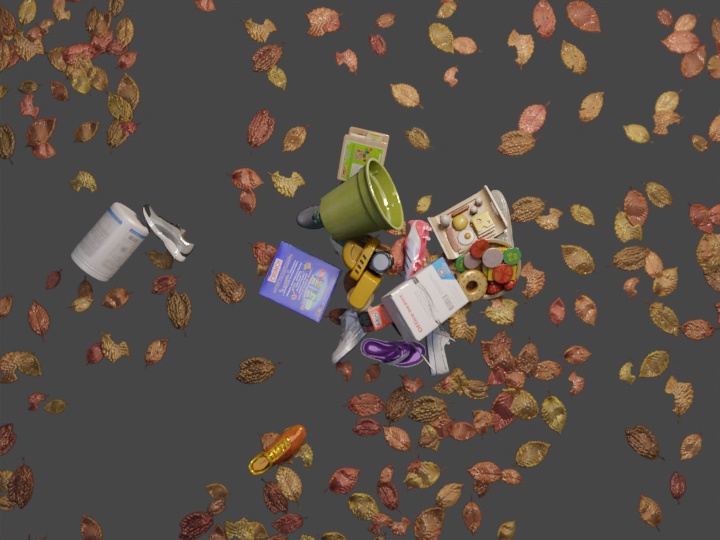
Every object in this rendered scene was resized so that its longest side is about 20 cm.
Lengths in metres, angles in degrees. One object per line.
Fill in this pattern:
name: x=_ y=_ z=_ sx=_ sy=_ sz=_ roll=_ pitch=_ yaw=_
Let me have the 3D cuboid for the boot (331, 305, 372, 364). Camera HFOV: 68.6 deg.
boot: x=-0.036 y=0.178 z=1.569 sx=0.096 sy=0.074 sz=0.200 roll=44 pitch=80 yaw=9

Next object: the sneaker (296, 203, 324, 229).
sneaker: x=-0.098 y=-0.170 z=1.574 sx=0.195 sy=0.088 sz=0.076 roll=-7 pitch=87 yaw=0

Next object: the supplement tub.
supplement tub: x=-0.733 y=-0.085 z=1.556 sx=0.132 sy=0.132 sz=0.201 roll=42 pitch=88 yaw=3

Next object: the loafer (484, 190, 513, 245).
loafer: x=0.420 y=-0.137 z=1.587 sx=0.071 sy=0.062 sz=0.205 roll=-13 pitch=83 yaw=33

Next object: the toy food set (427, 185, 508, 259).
toy food set: x=0.314 y=-0.141 z=1.556 sx=0.197 sy=0.060 sz=0.146 roll=-29 pitch=73 yaw=9

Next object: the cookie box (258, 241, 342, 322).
cookie box: x=-0.175 y=0.033 z=1.570 sx=0.197 sy=0.075 sz=0.174 roll=25 pitch=88 yaw=2

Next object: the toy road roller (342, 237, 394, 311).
toy road roller: x=0.000 y=0.000 z=1.495 sx=0.144 sy=0.123 sz=0.203 roll=30 pitch=97 yaw=6

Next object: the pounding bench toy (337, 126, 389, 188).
pounding bench toy: x=0.004 y=-0.300 z=1.557 sx=0.121 sy=0.157 sz=0.204 roll=12 pitch=114 yaw=1

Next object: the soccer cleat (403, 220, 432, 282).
soccer cleat: x=0.157 y=-0.051 z=1.585 sx=0.075 sy=0.066 sz=0.205 roll=16 pitch=93 yaw=33

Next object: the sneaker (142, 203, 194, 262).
sneaker: x=-0.580 y=-0.121 z=1.592 sx=0.079 sy=0.074 sz=0.201 roll=-40 pitch=93 yaw=-11

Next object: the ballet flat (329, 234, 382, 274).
ballet flat: x=-0.014 y=-0.037 z=1.579 sx=0.197 sy=0.072 sz=0.073 roll=29 pitch=87 yaw=2

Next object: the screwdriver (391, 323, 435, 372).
screwdriver: x=0.158 y=0.217 z=1.552 sx=0.200 sy=0.028 sz=0.029 roll=47 pitch=128 yaw=22

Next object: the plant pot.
plant pot: x=-0.007 y=-0.172 z=1.435 sx=0.181 sy=0.200 sz=0.204 roll=-21 pitch=86 yaw=23

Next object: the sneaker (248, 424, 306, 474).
sneaker: x=-0.238 y=0.530 z=1.543 sx=0.199 sy=0.077 sz=0.073 roll=-41 pitch=85 yaw=-3

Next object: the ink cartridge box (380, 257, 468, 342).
ink cartridge box: x=0.175 y=0.082 z=1.451 sx=0.198 sy=0.084 sz=0.146 roll=-33 pitch=92 yaw=-23

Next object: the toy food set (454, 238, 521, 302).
toy food set: x=0.371 y=-0.002 z=1.539 sx=0.195 sy=0.049 sz=0.202 roll=-1 pitch=116 yaw=2

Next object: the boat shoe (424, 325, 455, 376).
boat shoe: x=0.235 y=0.206 z=1.556 sx=0.084 sy=0.075 sz=0.207 roll=-7 pitch=89 yaw=1

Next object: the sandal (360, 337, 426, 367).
sandal: x=0.097 y=0.245 z=1.567 sx=0.198 sy=0.050 sz=0.085 roll=4 pitch=87 yaw=1

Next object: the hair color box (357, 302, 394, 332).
hair color box: x=0.099 y=0.112 z=1.518 sx=0.197 sy=0.101 sz=0.062 roll=-21 pitch=87 yaw=-21
